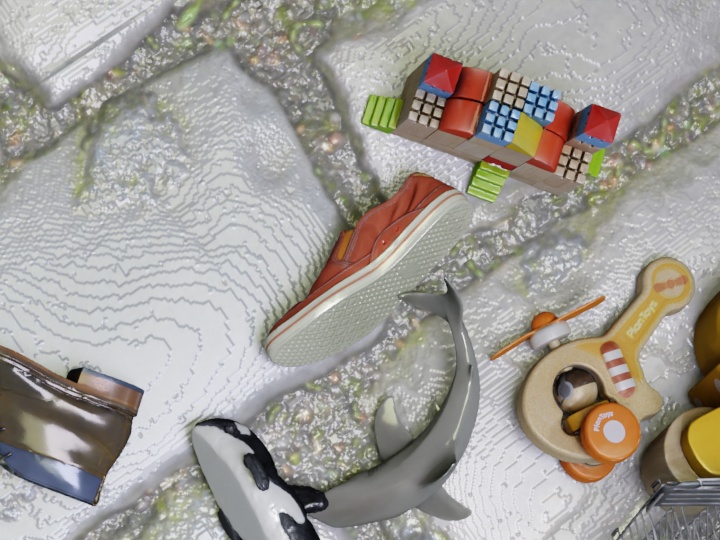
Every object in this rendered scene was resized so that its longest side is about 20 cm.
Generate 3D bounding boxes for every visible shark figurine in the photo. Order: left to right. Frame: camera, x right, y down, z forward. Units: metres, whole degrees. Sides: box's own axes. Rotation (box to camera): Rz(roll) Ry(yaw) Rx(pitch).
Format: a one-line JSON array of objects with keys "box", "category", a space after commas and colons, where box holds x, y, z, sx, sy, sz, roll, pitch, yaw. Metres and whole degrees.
[{"box": [0.061, 0.121, 1.565, 0.127, 0.089, 0.216, 25, 92, -11], "category": "shark figurine"}]

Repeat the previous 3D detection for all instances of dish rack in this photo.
[{"box": [0.273, 0.209, 1.555, 0.152, 0.200, 0.055, 0, 64, -10], "category": "dish rack"}]

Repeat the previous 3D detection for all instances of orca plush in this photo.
[{"box": [-0.049, 0.182, 1.535, 0.071, 0.106, 0.200, -22, 44, -28], "category": "orca plush"}]

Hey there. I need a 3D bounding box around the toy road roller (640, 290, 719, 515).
[{"box": [0.299, 0.089, 1.609, 0.199, 0.123, 0.147, -26, 76, -15], "category": "toy road roller"}]

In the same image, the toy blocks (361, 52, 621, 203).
[{"box": [0.112, -0.116, 1.582, 0.199, 0.137, 0.101, 20, 82, -7], "category": "toy blocks"}]

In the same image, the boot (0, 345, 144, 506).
[{"box": [-0.269, 0.108, 1.524, 0.199, 0.075, 0.098, 16, 79, -10], "category": "boot"}]

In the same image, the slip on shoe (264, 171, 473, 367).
[{"box": [0.000, 0.000, 1.594, 0.200, 0.074, 0.061, -44, 59, -5], "category": "slip on shoe"}]

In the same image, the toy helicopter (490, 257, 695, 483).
[{"box": [0.195, 0.062, 1.625, 0.132, 0.079, 0.200, 39, 69, 4], "category": "toy helicopter"}]
